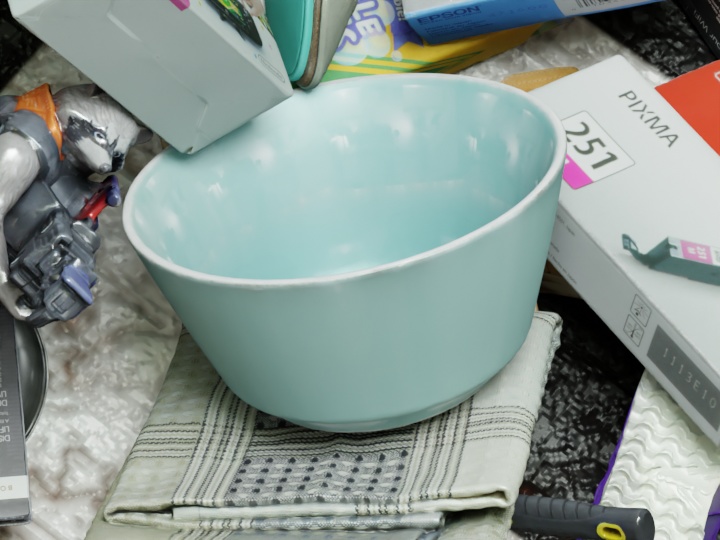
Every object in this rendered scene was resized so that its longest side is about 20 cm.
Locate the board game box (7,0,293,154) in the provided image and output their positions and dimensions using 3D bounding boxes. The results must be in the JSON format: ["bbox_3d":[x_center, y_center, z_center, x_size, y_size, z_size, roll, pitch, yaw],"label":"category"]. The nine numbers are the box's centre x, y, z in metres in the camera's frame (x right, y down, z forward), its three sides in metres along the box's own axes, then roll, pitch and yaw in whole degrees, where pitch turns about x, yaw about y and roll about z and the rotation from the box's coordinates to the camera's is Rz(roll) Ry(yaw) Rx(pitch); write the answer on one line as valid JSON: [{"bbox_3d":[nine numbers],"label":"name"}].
[{"bbox_3d":[-0.115,-0.171,1.313,0.064,0.148,0.200,-29,58,14],"label":"board game box"}]

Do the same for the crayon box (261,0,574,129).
[{"bbox_3d":[0.007,-0.153,1.447,0.200,0.052,0.126,-24,82,-24],"label":"crayon box"}]

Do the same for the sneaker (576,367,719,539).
[{"bbox_3d":[0.142,0.103,1.370,0.070,0.100,0.200,28,69,4],"label":"sneaker"}]

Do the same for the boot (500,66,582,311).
[{"bbox_3d":[0.129,-0.036,1.433,0.201,0.071,0.144,-10,72,-7],"label":"boot"}]

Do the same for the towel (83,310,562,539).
[{"bbox_3d":[-0.014,0.072,1.318,0.192,0.035,0.200,0,32,13],"label":"towel"}]

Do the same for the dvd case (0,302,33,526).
[{"bbox_3d":[-0.237,0.028,1.369,0.149,0.016,0.200,-4,70,-10],"label":"dvd case"}]

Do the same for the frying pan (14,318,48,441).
[{"bbox_3d":[-0.212,0.012,1.403,0.115,0.031,0.190,-6,74,-10],"label":"frying pan"}]

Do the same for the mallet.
[{"bbox_3d":[0.039,0.098,1.325,0.041,0.200,0.066,-43,122,-48],"label":"mallet"}]

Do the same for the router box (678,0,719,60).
[{"bbox_3d":[0.217,-0.139,1.436,0.051,0.149,0.200,-28,76,-18],"label":"router box"}]

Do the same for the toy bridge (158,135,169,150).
[{"bbox_3d":[-0.069,-0.097,1.455,0.067,0.027,0.200,15,70,-1],"label":"toy bridge"}]

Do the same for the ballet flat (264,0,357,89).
[{"bbox_3d":[-0.018,-0.183,1.385,0.064,0.067,0.200,-3,74,-24],"label":"ballet flat"}]

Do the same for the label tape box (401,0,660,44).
[{"bbox_3d":[0.080,-0.221,1.390,0.143,0.066,0.200,-11,81,13],"label":"label tape box"}]

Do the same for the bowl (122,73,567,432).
[{"bbox_3d":[0.000,0.000,1.310,0.201,0.105,0.201,-8,28,4],"label":"bowl"}]

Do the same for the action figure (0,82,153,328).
[{"bbox_3d":[-0.178,-0.019,1.282,0.193,0.200,0.105,-35,104,-7],"label":"action figure"}]

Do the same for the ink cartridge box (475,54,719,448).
[{"bbox_3d":[0.176,-0.025,1.370,0.174,0.044,0.200,-24,58,-29],"label":"ink cartridge box"}]
